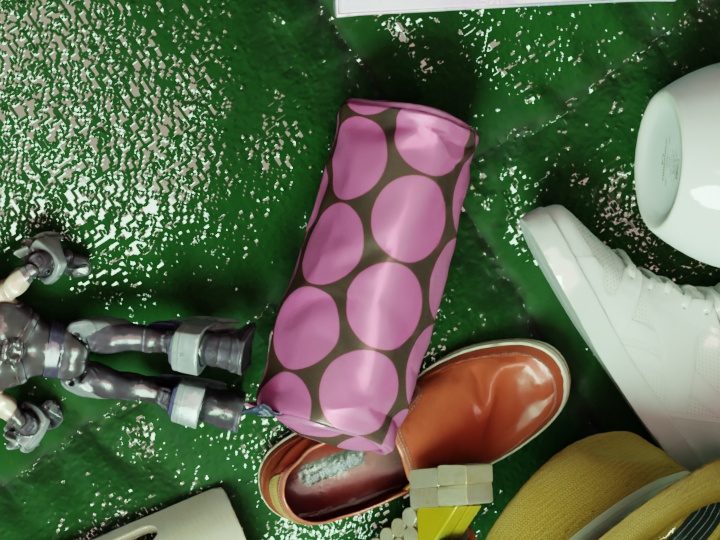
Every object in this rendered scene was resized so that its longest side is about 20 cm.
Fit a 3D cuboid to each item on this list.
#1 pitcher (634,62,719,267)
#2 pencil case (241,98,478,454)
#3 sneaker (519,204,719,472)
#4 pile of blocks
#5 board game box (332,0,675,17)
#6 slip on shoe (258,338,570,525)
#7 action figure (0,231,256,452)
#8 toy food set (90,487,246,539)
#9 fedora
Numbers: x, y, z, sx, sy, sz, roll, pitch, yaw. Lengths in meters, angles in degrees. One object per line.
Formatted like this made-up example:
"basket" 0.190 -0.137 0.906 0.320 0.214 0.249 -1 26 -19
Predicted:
"pitcher" 0.266 -0.084 1.586 0.199 0.121 0.173 2 100 -15
"pencil case" 0.000 0.000 1.584 0.091 0.093 0.201 22 85 -46
"sneaker" 0.185 0.017 1.629 0.115 0.074 0.200 -35 114 3
"pile of blocks" 0.036 0.190 1.636 0.062 0.082 0.200 -1 136 -45
"board game box" 0.078 -0.249 1.565 0.198 0.041 0.201 -2 103 -3
"slip on shoe" 0.034 0.101 1.641 0.199 0.061 0.074 -22 103 0
"action figure" -0.164 0.050 1.613 0.199 0.069 0.131 10 110 -3
"toy food set" -0.115 0.249 1.675 0.143 0.060 0.201 -22 107 -8
"fedora" 0.134 0.152 1.589 0.201 0.200 0.082 -43 69 7
